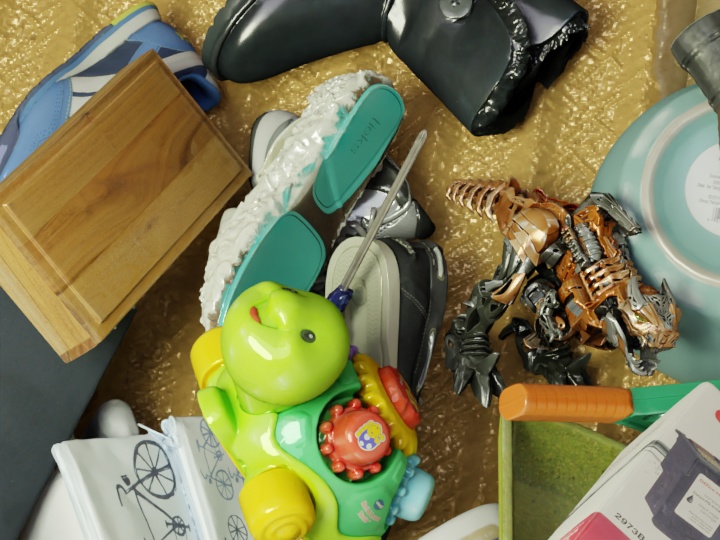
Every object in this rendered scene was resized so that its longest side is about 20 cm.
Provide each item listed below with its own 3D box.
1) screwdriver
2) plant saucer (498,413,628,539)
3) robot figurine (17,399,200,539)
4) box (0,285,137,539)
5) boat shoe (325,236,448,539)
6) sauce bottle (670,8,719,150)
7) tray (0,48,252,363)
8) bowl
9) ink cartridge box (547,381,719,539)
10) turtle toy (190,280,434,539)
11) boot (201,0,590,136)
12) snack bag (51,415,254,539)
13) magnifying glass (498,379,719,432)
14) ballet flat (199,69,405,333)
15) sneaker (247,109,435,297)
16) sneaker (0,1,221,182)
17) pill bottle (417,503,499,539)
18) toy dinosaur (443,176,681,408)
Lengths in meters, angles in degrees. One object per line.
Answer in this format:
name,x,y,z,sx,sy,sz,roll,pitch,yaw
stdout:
screwdriver,0.000,0.000,1.319,0.029,0.028,0.200,31,122,-4
plant saucer,0.151,0.190,1.271,0.200,0.048,0.200,24,42,-20
robot figurine,-0.140,0.180,1.369,0.169,0.113,0.200,-14,72,-22
box,-0.264,0.066,1.366,0.197,0.124,0.200,17,77,54
boat shoe,0.015,0.078,1.376,0.072,0.068,0.200,15,102,41
sauce bottle,0.240,-0.054,1.267,0.065,0.065,0.200,-34,73,2
tray,-0.143,-0.042,1.324,0.037,0.200,0.099,-30,104,35
bowl,0.227,-0.033,1.352,0.201,0.105,0.201,-2,77,10
ink cartridge box,0.173,0.169,1.203,0.145,0.200,0.084,45,128,4
turtle toy,-0.026,0.080,1.259,0.101,0.200,0.146,-30,50,8
boot,0.023,-0.143,1.429,0.200,0.076,0.168,-39,69,-8
snack bag,-0.084,0.170,1.326,0.021,0.200,0.189,-31,71,31
magnifying glass,0.164,0.078,1.305,0.080,0.200,0.022,-29,61,50
ballet flat,-0.044,-0.036,1.367,0.072,0.072,0.200,28,68,16
sneaker,-0.013,-0.005,1.409,0.115,0.075,0.200,0,76,9
sneaker,-0.163,-0.087,1.425,0.082,0.074,0.200,41,55,2
pill bottle,0.090,0.245,1.305,0.120,0.120,0.200,-36,72,1
toy dinosaur,0.115,0.006,1.349,0.102,0.200,0.136,13,115,-18
